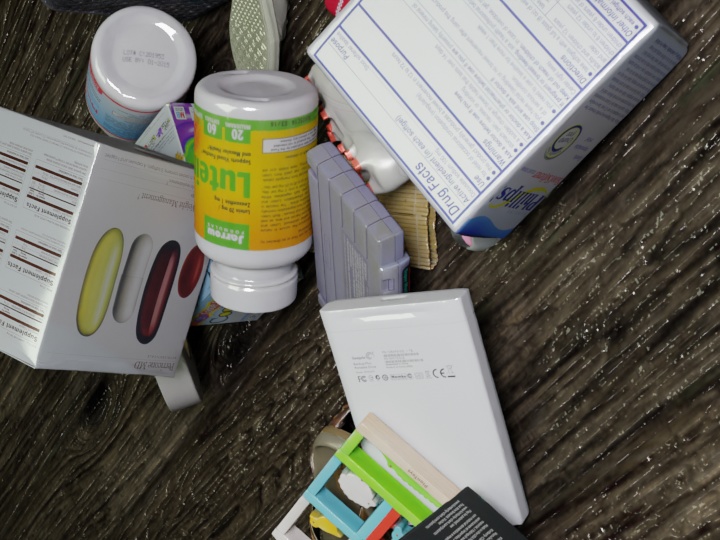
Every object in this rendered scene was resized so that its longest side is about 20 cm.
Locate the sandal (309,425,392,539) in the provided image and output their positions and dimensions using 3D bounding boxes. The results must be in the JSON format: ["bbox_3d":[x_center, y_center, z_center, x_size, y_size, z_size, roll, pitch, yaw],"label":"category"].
[{"bbox_3d":[-0.014,0.229,1.172,0.079,0.054,0.202,13,130,30],"label":"sandal"}]

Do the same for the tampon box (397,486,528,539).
[{"bbox_3d":[0.094,0.300,0.992,0.200,0.126,0.151,40,126,20],"label":"tampon box"}]

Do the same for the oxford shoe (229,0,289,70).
[{"bbox_3d":[-0.094,-0.265,1.293,0.075,0.057,0.203,26,128,41],"label":"oxford shoe"}]

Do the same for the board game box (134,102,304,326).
[{"bbox_3d":[-0.151,-0.058,1.341,0.105,0.102,0.202,-39,63,45],"label":"board game box"}]

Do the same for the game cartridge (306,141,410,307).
[{"bbox_3d":[0.000,0.000,1.147,0.130,0.038,0.201,48,155,34],"label":"game cartridge"}]

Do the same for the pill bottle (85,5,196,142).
[{"bbox_3d":[-0.241,-0.201,1.405,0.200,0.107,0.110,148,114,-73],"label":"pill bottle"}]

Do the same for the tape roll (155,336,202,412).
[{"bbox_3d":[-0.215,0.050,1.402,0.203,0.037,0.205,162,90,-86],"label":"tape roll"}]

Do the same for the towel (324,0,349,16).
[{"bbox_3d":[0.040,-0.243,1.144,0.200,0.022,0.146,52,132,36],"label":"towel"}]

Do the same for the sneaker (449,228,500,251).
[{"bbox_3d":[0.078,-0.115,1.058,0.095,0.078,0.203,-8,83,49],"label":"sneaker"}]

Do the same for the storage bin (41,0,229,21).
[{"bbox_3d":[-0.226,-0.338,1.334,0.093,0.198,0.137,-12,84,52],"label":"storage bin"}]

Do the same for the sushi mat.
[{"bbox_3d":[0.004,-0.058,1.213,0.199,0.012,0.097,10,102,52],"label":"sushi mat"}]

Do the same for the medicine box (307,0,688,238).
[{"bbox_3d":[0.096,-0.157,0.936,0.200,0.103,0.183,-45,70,19],"label":"medicine box"}]

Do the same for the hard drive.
[{"bbox_3d":[0.053,0.115,1.066,0.130,0.027,0.202,-6,110,31],"label":"hard drive"}]

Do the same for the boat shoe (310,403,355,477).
[{"bbox_3d":[0.002,0.149,1.189,0.200,0.070,0.071,-41,62,47],"label":"boat shoe"}]

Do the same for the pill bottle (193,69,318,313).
[{"bbox_3d":[-0.095,-0.070,1.179,0.111,0.110,0.203,31,126,46],"label":"pill bottle"}]

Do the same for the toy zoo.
[{"bbox_3d":[0.005,0.227,1.118,0.131,0.020,0.201,40,126,6],"label":"toy zoo"}]

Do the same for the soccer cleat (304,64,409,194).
[{"bbox_3d":[0.009,-0.135,1.168,0.070,0.077,0.201,63,178,-40],"label":"soccer cleat"}]

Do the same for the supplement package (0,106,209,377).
[{"bbox_3d":[-0.252,-0.022,1.210,0.146,0.190,0.203,20,96,33],"label":"supplement package"}]
